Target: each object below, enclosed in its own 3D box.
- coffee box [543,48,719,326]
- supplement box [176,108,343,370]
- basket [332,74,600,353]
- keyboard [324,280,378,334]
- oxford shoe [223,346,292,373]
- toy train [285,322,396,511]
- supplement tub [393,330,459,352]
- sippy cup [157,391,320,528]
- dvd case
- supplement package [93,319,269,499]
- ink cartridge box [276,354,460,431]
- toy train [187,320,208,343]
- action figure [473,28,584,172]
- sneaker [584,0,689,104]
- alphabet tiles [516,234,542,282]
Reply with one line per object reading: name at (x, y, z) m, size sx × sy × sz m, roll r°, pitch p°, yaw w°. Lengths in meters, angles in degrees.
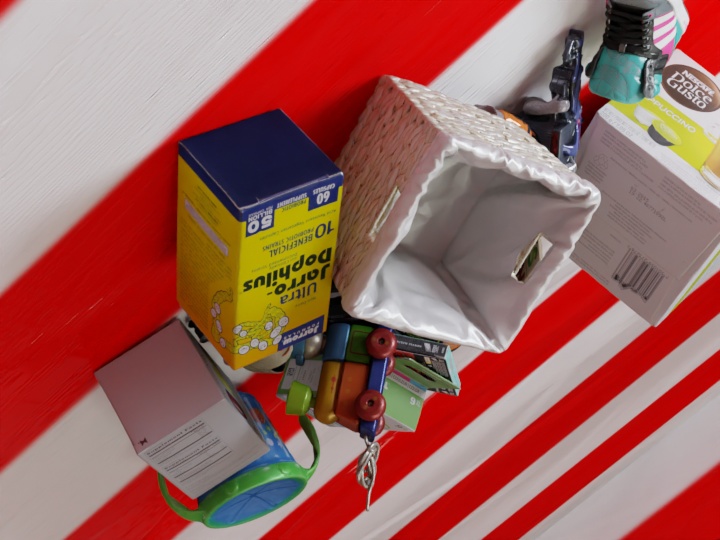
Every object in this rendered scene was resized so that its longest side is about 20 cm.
coffee box at (0.360, -0.099, 1.639) m, size 0.198 × 0.200 × 0.200 m, roll -37°, pitch 162°, yaw -39°
supplement box at (-0.096, -0.027, 1.281) m, size 0.109 × 0.110 × 0.201 m, roll -22°, pitch 141°, yaw -28°
basket at (0.083, -0.055, 1.344) m, size 0.199 × 0.161 × 0.199 m, roll 16°, pitch 115°, yaw -31°
keyboard at (-0.029, 0.037, 1.517) m, size 0.199 × 0.021 × 0.127 m, roll -7°, pitch 153°, yaw 26°
oxford shoe at (-0.104, 0.060, 1.485) m, size 0.200 × 0.074 × 0.071 m, roll 102°, pitch 8°, yaw -72°
toy train at (-0.030, 0.151, 1.510) m, size 0.115 × 0.201 × 0.085 m, roll 9°, pitch 159°, yaw 4°
supplement tub at (0.093, 0.019, 1.649) m, size 0.122 × 0.123 × 0.200 m, roll -17°, pitch 151°, yaw -35°
sippy cup at (-0.149, 0.223, 1.683) m, size 0.140 × 0.131 × 0.177 m, roll -41°, pitch 153°, yaw 31°
dvd case at (0.014, 0.099, 1.647) m, size 0.146 × 0.199 × 0.022 m, roll 66°, pitch 36°, yaw -66°
supplement package at (-0.192, 0.157, 1.536) m, size 0.109 × 0.114 × 0.200 m, roll -32°, pitch 156°, yaw -3°
ink cartridge box at (0.007, 0.145, 1.654) m, size 0.199 × 0.060 × 0.104 m, roll -2°, pitch 154°, yaw 43°
toy train at (-0.151, 0.013, 1.424) m, size 0.046 × 0.034 × 0.200 m, roll -29°, pitch 156°, yaw -22°
action figure at (0.175, -0.164, 1.499) m, size 0.193 × 0.104 × 0.201 m, roll -17°, pitch 121°, yaw -46°
sneaker at (0.274, -0.237, 1.438) m, size 0.200 × 0.083 × 0.121 m, roll 21°, pitch 93°, yaw -63°
alphabet tiles at (0.177, -0.035, 1.637) m, size 0.006 × 0.167 × 0.200 m, roll 13°, pitch 138°, yaw -14°
